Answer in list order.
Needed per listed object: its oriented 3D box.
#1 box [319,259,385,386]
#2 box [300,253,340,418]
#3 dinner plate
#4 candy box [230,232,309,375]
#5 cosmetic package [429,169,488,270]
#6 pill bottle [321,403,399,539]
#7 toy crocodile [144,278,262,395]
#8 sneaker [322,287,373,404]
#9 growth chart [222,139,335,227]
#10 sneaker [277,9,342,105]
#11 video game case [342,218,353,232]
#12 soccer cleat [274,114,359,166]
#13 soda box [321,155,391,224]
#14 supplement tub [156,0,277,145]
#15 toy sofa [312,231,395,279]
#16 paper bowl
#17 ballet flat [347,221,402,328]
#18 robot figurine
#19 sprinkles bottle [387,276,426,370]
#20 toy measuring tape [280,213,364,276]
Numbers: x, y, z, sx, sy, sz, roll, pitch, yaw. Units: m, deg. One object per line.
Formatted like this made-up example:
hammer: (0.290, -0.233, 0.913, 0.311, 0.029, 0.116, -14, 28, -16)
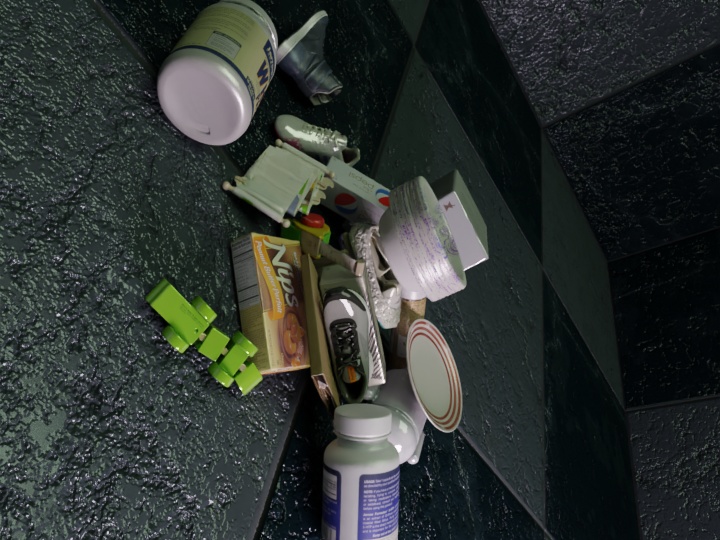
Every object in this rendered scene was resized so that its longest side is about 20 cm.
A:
box: (-0.011, 0.093, 0.949, 0.069, 0.079, 0.207, -84, 163, -66)
box: (-0.062, 0.104, 0.884, 0.166, 0.020, 0.206, 77, 4, -56)
dinner plate: (0.130, 0.190, 1.023, 0.199, 0.024, 0.207, 36, 43, -43)
candy box: (-0.132, 0.053, 0.873, 0.114, 0.054, 0.208, 8, 68, -56)
cosmetic package: (0.185, -0.097, 1.283, 0.171, 0.163, 0.201, 58, 21, -13)
pill bottle: (0.001, 0.313, 0.839, 0.118, 0.116, 0.209, 2, 90, -55)
toy crocodile: (-0.202, 0.091, 0.749, 0.068, 0.061, 0.200, -50, 116, -13)
sneaker: (-0.015, 0.117, 0.870, 0.080, 0.071, 0.206, -87, 168, -60)
growth chart: (-0.126, -0.152, 0.956, 0.142, 0.018, 0.202, 35, 42, -3)
sneaker: (-0.085, -0.431, 1.154, 0.146, 0.076, 0.205, 44, 50, -18)
video game case: (0.047, -0.070, 1.232, 0.203, 0.022, 0.184, 56, 36, -23)
soccer cleat: (-0.077, -0.252, 1.080, 0.197, 0.084, 0.073, 23, 55, -49)
soda box: (0.008, -0.131, 1.088, 0.195, 0.069, 0.065, 30, 45, -7)
supplement tub: (-0.209, -0.309, 0.859, 0.145, 0.142, 0.205, 45, 41, -32)
toy sofa: (0.000, 0.000, 1.071, 0.197, 0.081, 0.102, 11, 67, -53)
paper bowl: (0.101, -0.048, 0.970, 0.203, 0.102, 0.204, 55, 22, -33)
ballet flat: (0.037, 0.010, 0.993, 0.072, 0.070, 0.206, -40, 111, -55)
robot figurine: (0.060, 0.260, 1.005, 0.171, 0.111, 0.201, 52, 37, -13)
sprinkles bottle: (0.090, 0.107, 1.085, 0.068, 0.066, 0.207, -38, 137, -56)
toy measuring tape: (-0.056, -0.045, 0.938, 0.073, 0.196, 0.076, -35, 139, -38)
